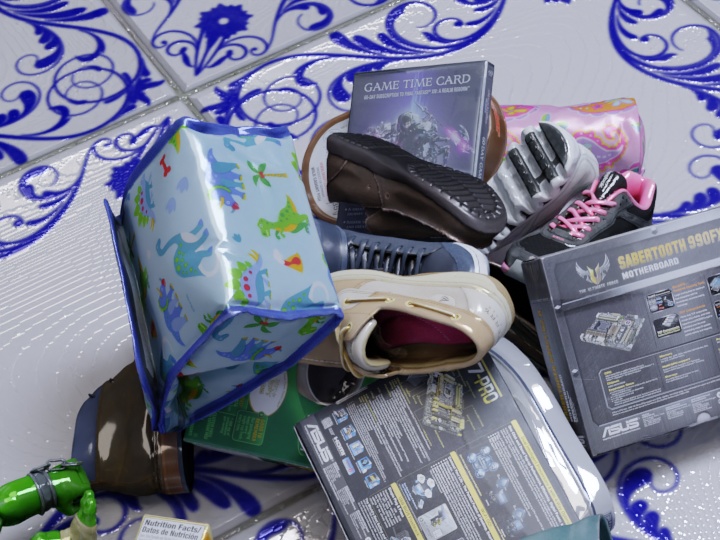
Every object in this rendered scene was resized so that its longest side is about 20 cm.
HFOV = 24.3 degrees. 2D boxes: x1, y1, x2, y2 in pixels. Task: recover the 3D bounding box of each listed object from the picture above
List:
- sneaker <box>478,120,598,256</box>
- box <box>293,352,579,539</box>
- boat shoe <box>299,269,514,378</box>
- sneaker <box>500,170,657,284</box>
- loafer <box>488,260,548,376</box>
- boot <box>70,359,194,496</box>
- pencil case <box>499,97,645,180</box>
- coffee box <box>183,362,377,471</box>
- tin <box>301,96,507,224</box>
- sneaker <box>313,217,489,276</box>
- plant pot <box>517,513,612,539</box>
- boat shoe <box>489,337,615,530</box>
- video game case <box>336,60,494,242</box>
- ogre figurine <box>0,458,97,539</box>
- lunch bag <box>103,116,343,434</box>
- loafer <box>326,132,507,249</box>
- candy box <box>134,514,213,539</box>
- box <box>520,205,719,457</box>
[{"bbox_3d":[0.121,-0.047,1.438,0.199,0.081,0.076,-35,62,28],"label":"sneaker"},{"bbox_3d":[0.062,0.166,1.233,0.160,0.049,0.201,-29,64,1],"label":"box"},{"bbox_3d":[0.013,0.044,1.240,0.198,0.074,0.069,-8,28,29],"label":"boat shoe"},{"bbox_3d":[0.188,-0.037,1.392,0.079,0.096,0.199,28,28,29],"label":"sneaker"},{"bbox_3d":[0.172,0.050,1.377,0.198,0.063,0.072,21,50,25],"label":"loafer"},{"bbox_3d":[-0.190,0.093,1.368,0.096,0.075,0.202,-8,54,2],"label":"boot"},{"bbox_3d":[0.160,-0.113,1.526,0.197,0.088,0.088,-3,46,6],"label":"pencil case"},{"bbox_3d":[-0.031,0.099,1.323,0.198,0.044,0.124,10,77,9],"label":"coffee box"},{"bbox_3d":[0.036,-0.102,1.493,0.198,0.042,0.113,-21,72,24],"label":"tin"},{"bbox_3d":[-0.001,0.002,1.309,0.145,0.078,0.202,13,-5,-28],"label":"sneaker"},{"bbox_3d":[0.110,0.269,1.094,0.133,0.201,0.202,-10,45,12],"label":"plant pot"},{"bbox_3d":[0.123,0.131,1.300,0.065,0.074,0.201,-18,46,-16],"label":"boat shoe"},{"bbox_3d":[0.043,-0.077,1.442,0.142,0.019,0.202,0,77,37],"label":"video game case"},{"bbox_3d":[-0.252,0.235,1.236,0.118,0.098,0.202,-3,72,-15],"label":"ogre figurine"},{"bbox_3d":[-0.123,0.007,1.266,0.126,0.200,0.172,3,60,-34],"label":"lunch bag"},{"bbox_3d":[0.044,-0.055,1.390,0.072,0.072,0.199,-1,22,-40],"label":"loafer"},{"bbox_3d":[-0.147,0.286,1.154,0.055,0.116,0.201,6,47,11],"label":"candy box"},{"bbox_3d":[0.240,0.043,1.312,0.198,0.048,0.160,-16,89,-15],"label":"box"}]
